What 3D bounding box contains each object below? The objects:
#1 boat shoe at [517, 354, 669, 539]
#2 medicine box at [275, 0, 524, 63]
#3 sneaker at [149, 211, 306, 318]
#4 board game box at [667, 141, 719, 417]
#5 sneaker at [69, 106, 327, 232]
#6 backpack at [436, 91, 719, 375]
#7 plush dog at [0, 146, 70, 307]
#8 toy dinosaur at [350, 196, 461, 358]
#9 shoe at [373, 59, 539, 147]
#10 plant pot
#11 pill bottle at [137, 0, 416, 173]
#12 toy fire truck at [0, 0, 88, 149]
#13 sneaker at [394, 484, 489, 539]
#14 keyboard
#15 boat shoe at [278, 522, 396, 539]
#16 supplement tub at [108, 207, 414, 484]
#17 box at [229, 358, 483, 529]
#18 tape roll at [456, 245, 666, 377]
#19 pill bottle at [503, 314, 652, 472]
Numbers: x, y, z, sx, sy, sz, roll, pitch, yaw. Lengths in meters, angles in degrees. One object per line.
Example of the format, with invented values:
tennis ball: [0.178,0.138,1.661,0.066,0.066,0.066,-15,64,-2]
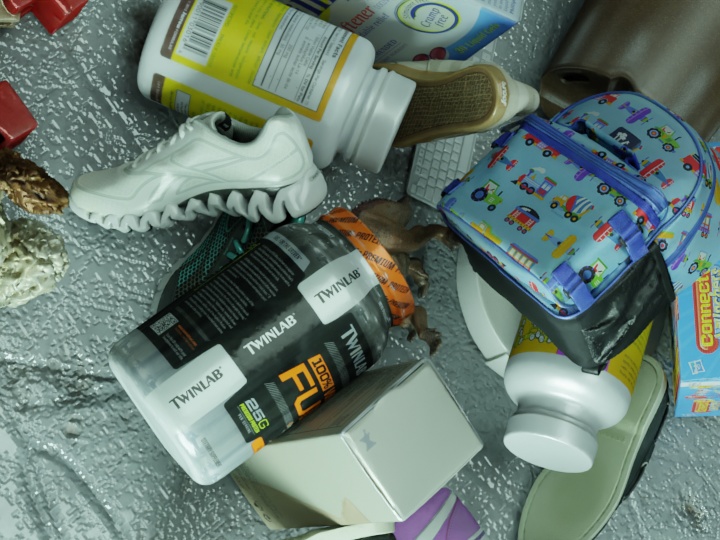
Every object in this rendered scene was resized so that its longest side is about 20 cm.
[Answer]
boat shoe: [0.202,0.167,1.333,0.199,0.074,0.066,-63,146,-12]
medicine box: [0.006,-0.243,1.275,0.200,0.182,0.103,18,68,-22]
sneaker: [-0.094,-0.007,1.212,0.078,0.091,0.200,32,64,-16]
board game box: [0.291,0.014,1.350,0.056,0.200,0.196,-3,76,9]
sneaker: [-0.125,-0.077,1.173,0.075,0.200,0.081,-66,146,-59]
backpack: [0.184,-0.051,1.204,0.200,0.183,0.135,-41,141,-5]
plush dog: [-0.297,-0.039,1.068,0.200,0.172,0.161,-23,88,-29]
toy dinosaur: [0.000,0.000,1.269,0.135,0.086,0.200,22,62,-13]
shoe: [0.059,-0.135,1.273,0.053,0.200,0.070,-10,100,-39]
plant pot: [0.269,-0.199,1.407,0.200,0.200,0.198,41,71,-12]
pill bottle: [-0.063,-0.149,1.227,0.200,0.109,0.109,23,66,0]
toy fire truck: [-0.284,-0.202,1.190,0.141,0.049,0.200,-42,97,-29]
sneaker: [0.002,0.224,1.219,0.200,0.073,0.114,-36,91,-40]
keyboard: [0.082,-0.146,1.388,0.056,0.011,0.200,22,68,-21]
boat shoe: [-0.068,0.229,1.143,0.200,0.072,0.068,-11,87,-1]
supplement tub: [-0.068,0.049,1.130,0.200,0.123,0.123,-36,95,-12]
box: [-0.012,0.130,1.154,0.095,0.200,0.078,-38,100,-28]
tape roll: [0.177,0.013,1.380,0.203,0.037,0.203,8,73,-26]
pill bottle: [0.179,0.058,1.287,0.104,0.104,0.200,28,65,-19]
